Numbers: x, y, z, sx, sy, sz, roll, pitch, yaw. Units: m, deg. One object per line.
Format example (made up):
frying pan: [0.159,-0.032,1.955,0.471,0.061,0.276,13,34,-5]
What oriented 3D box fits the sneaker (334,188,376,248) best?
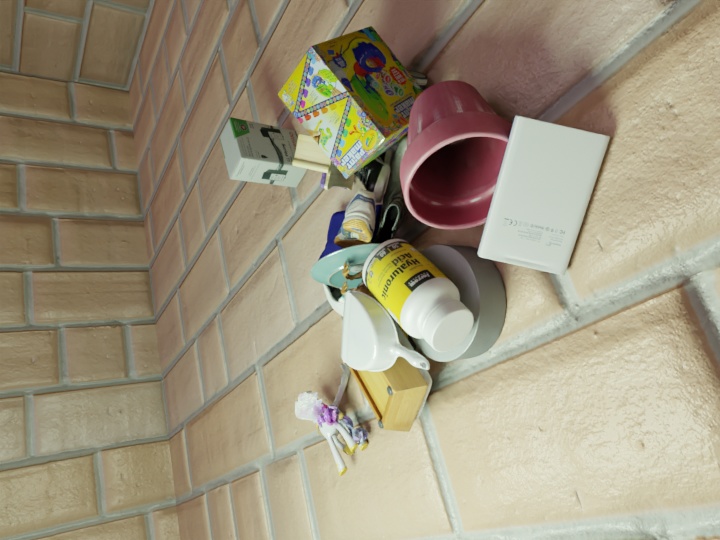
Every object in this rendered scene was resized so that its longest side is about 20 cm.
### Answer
sneaker: [0.000,-0.090,1.072,0.200,0.074,0.089,133,154,-75]

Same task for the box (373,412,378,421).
box: [0.031,0.206,1.208,0.201,0.034,0.111,60,136,36]

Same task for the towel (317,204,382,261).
towel: [-0.016,-0.066,1.240,0.199,0.049,0.150,-1,70,58]

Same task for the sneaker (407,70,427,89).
sneaker: [0.054,-0.333,1.142,0.201,0.076,0.148,22,117,45]

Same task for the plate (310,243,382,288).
plate: [0.000,0.000,1.105,0.200,0.198,0.026,-36,57,50]

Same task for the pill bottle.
pill bottle: [0.095,0.041,0.930,0.200,0.110,0.112,47,127,44]

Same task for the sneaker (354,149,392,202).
sneaker: [0.000,-0.197,1.107,0.201,0.110,0.074,-79,3,-61]

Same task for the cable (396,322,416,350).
cable: [0.084,0.168,1.107,0.097,0.050,0.203,-143,48,-81]

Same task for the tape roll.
tape roll: [0.160,0.056,0.989,0.199,0.065,0.203,-1,88,57]

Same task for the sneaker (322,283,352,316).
sneaker: [-0.010,0.081,1.184,0.199,0.089,0.076,30,75,35]

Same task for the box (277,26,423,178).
box: [-0.003,-0.305,1.009,0.193,0.200,0.122,50,134,-3]

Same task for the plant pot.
plant pot: [0.153,-0.199,0.905,0.200,0.198,0.181,-51,36,43]

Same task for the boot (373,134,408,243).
boot: [0.076,-0.143,1.058,0.131,0.067,0.202,-71,-4,-59]

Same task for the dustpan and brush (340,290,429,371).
dustpan and brush: [0.039,0.125,0.942,0.200,0.057,0.142,30,120,57]

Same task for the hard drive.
hard drive: [0.256,-0.104,0.799,0.025,0.130,0.203,-81,3,-73]

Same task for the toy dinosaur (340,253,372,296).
toy dinosaur: [0.010,0.033,1.045,0.201,0.105,0.061,-55,35,36]

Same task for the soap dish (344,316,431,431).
soap dish: [0.044,0.186,1.056,0.201,0.080,0.158,56,150,35]

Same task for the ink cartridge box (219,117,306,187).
ink cartridge box: [-0.255,-0.310,1.486,0.083,0.198,0.148,-47,54,41]

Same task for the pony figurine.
pony figurine: [-0.069,0.335,1.279,0.200,0.165,0.194,45,135,27]

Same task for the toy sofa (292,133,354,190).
toy sofa: [-0.071,-0.230,1.210,0.082,0.200,0.099,16,102,14]
